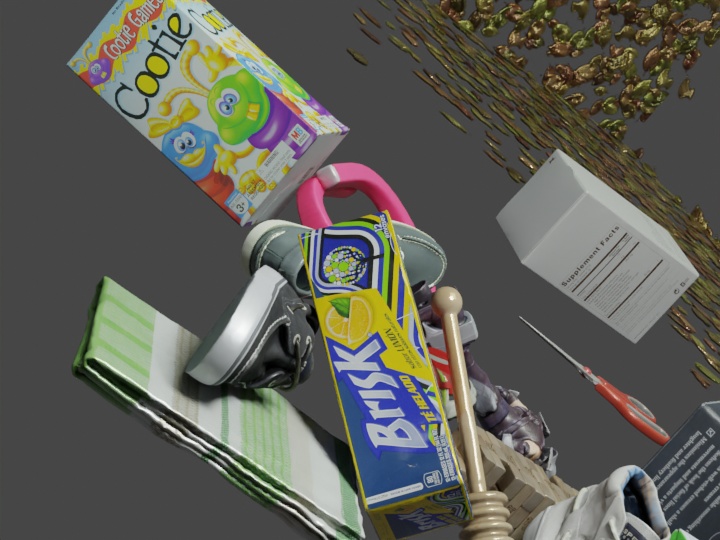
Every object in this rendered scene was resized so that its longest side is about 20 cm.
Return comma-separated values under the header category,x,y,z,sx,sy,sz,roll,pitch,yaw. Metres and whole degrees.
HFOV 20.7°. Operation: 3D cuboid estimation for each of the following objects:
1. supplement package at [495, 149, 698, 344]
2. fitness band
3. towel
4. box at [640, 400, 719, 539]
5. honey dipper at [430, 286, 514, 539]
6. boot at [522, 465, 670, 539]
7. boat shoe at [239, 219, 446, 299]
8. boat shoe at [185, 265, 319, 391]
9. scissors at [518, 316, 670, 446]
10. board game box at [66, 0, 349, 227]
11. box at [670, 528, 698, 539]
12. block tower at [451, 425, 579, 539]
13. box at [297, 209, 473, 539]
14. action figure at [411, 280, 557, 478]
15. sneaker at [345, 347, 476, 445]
category,x,y,z,sx,sy,sz,roll,pitch,yaw
supplement package,0.282,-0.029,2.365,0.200,0.120,0.121,34,16,-27
fitness band,0.009,-0.022,1.680,0.144,0.037,0.200,63,19,6
towel,-0.086,0.090,1.193,0.200,0.031,0.149,36,12,-13
box,0.307,0.225,1.576,0.200,0.148,0.107,46,15,18
honey dipper,0.074,0.105,1.350,0.038,0.038,0.200,24,52,-51
boot,0.152,0.196,1.296,0.074,0.096,0.200,44,24,-13
boat shoe,0.000,0.000,1.532,0.200,0.073,0.062,5,15,-42
boat shoe,-0.058,0.045,1.225,0.066,0.070,0.200,36,5,-2
scissors,0.243,0.115,2.032,0.200,0.014,0.073,38,16,-20
board game box,-0.126,-0.143,1.636,0.200,0.105,0.103,42,14,7
box,0.288,0.304,1.384,0.176,0.097,0.200,34,15,-28
block tower,0.131,0.181,1.431,0.200,0.054,0.058,33,16,-29
box,0.015,0.067,1.261,0.070,0.064,0.200,71,4,-62
action figure,0.094,0.100,1.552,0.200,0.069,0.130,54,1,-15
sneaker,0.033,0.070,1.396,0.200,0.077,0.085,-34,113,-77
